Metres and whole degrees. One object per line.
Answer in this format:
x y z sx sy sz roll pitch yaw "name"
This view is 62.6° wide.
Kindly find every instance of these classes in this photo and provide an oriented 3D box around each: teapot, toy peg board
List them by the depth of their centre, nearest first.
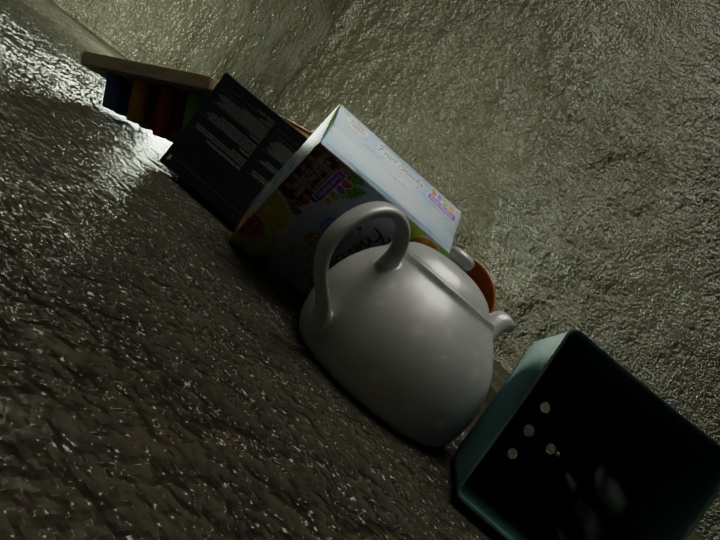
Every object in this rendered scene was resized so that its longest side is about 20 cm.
0.047 0.041 0.526 0.196 0.147 0.200 38 5 2 "teapot"
-0.285 -0.229 0.892 0.193 0.101 0.200 13 1 6 "toy peg board"

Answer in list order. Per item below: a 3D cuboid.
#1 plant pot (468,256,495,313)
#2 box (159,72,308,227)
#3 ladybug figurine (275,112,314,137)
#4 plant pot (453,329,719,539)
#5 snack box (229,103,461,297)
0.194 0.080 1.312 0.199 0.201 0.141 39 -13 19 "plant pot"
-0.134 -0.127 0.761 0.199 0.142 0.079 39 -4 11 "box"
-0.102 -0.187 0.937 0.196 0.073 0.136 26 14 -18 "ladybug figurine"
0.163 0.151 0.497 0.140 0.143 0.200 38 -4 6 "plant pot"
-0.021 -0.046 0.625 0.167 0.069 0.199 38 -40 -18 "snack box"
